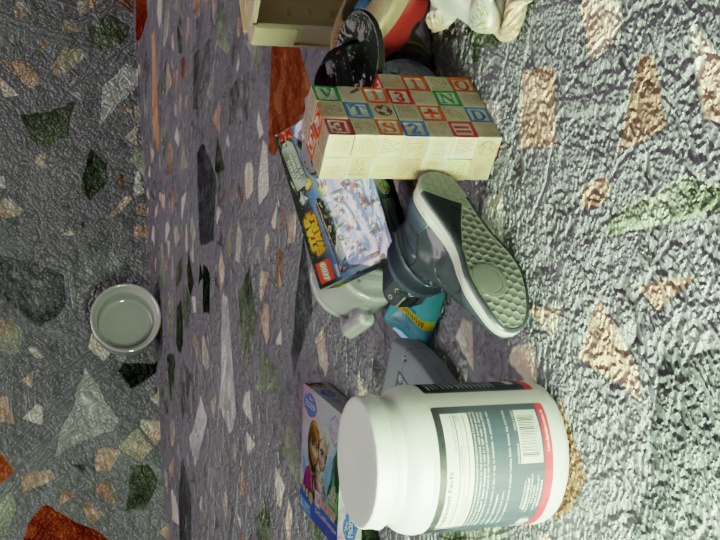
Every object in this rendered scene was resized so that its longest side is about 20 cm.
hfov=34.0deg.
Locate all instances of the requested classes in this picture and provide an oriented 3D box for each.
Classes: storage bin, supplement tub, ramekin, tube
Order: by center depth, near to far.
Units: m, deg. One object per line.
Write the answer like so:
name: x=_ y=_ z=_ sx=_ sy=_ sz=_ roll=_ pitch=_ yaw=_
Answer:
supplement tub: x=0.089 y=0.180 z=1.141 sx=0.140 sy=0.197 sz=0.143 roll=180 pitch=90 yaw=-71
tube: x=0.077 y=0.016 z=1.404 sx=0.078 sy=0.050 sz=0.201 roll=47 pitch=141 yaw=28
storage bin: x=-0.063 y=-0.402 z=1.574 sx=0.094 sy=0.197 sz=0.201 roll=122 pitch=143 yaw=-58
ramekin: x=-0.670 y=0.149 z=3.360 sx=0.098 sy=0.197 sz=0.203 roll=120 pitch=145 yaw=-67

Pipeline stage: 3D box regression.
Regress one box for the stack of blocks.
stack of blocks: x=0.040 y=-0.157 z=1.280 sx=0.116 sy=0.197 sz=0.059 roll=-111 pitch=28 yaw=-43

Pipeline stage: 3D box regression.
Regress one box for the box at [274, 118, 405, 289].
box: x=-0.021 y=-0.093 z=1.405 sx=0.136 sy=0.040 sz=0.203 roll=-23 pitch=80 yaw=42

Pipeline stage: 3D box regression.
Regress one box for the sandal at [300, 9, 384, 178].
sandal: x=-0.026 y=-0.196 z=1.336 sx=0.075 sy=0.048 sz=0.203 roll=36 pitch=118 yaw=34

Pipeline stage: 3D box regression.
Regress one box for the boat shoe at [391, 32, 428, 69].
boat shoe: x=0.040 y=-0.216 z=1.501 sx=0.077 sy=0.071 sz=0.201 roll=-91 pitch=22 yaw=-48

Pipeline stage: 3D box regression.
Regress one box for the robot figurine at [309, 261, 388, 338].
robot figurine: x=0.000 y=0.000 z=1.527 sx=0.200 sy=0.111 sz=0.172 roll=147 pitch=133 yaw=-67

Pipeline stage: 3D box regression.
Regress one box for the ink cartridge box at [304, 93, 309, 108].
ink cartridge box: x=-0.029 y=-0.163 z=1.679 sx=0.116 sy=0.066 sz=0.203 roll=154 pitch=113 yaw=-69

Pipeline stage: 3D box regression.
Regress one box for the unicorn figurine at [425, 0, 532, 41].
unicorn figurine: x=0.110 y=-0.302 z=1.257 sx=0.201 sy=0.073 sz=0.139 roll=-123 pitch=27 yaw=-48

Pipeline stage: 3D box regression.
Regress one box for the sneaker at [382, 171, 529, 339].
sneaker: x=0.096 y=0.018 z=1.257 sx=0.204 sy=0.076 sz=0.147 roll=62 pitch=142 yaw=30

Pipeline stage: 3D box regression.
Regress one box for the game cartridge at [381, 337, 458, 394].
game cartridge: x=0.081 y=0.175 z=1.390 sx=0.200 sy=0.041 sz=0.135 roll=-125 pitch=42 yaw=-51

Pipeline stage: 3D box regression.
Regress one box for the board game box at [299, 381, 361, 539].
board game box: x=-0.044 y=0.287 z=1.767 sx=0.200 sy=0.041 sz=0.203 roll=-159 pitch=70 yaw=-70

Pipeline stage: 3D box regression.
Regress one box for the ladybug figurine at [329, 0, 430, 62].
ladybug figurine: x=0.034 y=-0.321 z=1.406 sx=0.202 sy=0.072 sz=0.135 roll=-60 pitch=26 yaw=-3

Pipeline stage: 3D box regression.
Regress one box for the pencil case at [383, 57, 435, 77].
pencil case: x=0.024 y=-0.163 z=1.440 sx=0.201 sy=0.090 sz=0.084 roll=-57 pitch=32 yaw=39
